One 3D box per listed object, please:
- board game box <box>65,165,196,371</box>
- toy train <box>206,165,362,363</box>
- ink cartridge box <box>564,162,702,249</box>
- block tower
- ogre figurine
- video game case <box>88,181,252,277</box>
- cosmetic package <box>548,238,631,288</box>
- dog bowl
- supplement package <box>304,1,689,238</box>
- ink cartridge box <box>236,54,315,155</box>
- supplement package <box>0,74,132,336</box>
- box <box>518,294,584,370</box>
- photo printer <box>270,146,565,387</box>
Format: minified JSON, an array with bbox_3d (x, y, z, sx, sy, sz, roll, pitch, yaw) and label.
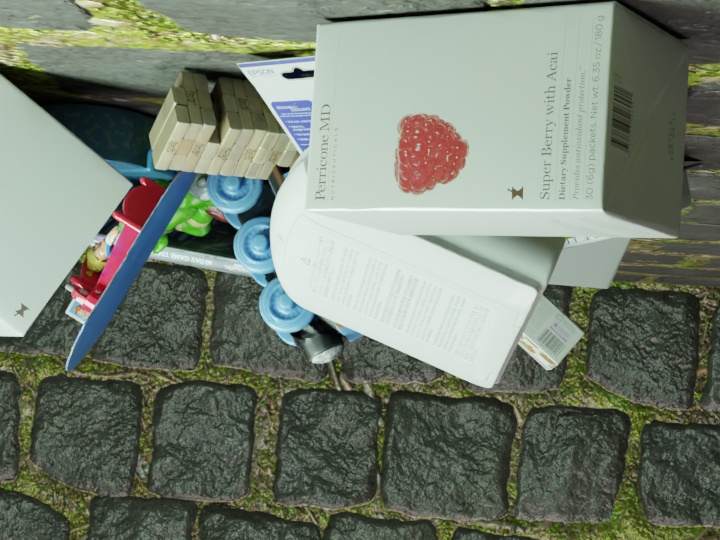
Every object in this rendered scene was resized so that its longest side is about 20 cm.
[{"bbox_3d":[-0.190,-0.017,1.270,0.039,0.200,0.158,31,177,-1],"label":"board game box"},{"bbox_3d":[-0.042,-0.029,1.301,0.114,0.201,0.087,-25,165,1],"label":"toy train"},{"bbox_3d":[0.191,-0.046,1.485,0.196,0.043,0.200,-14,-179,36],"label":"ink cartridge box"},{"bbox_3d":[-0.056,-0.103,1.239,0.199,0.054,0.058,6,141,-27],"label":"block tower"},{"bbox_3d":[-0.102,-0.073,1.428,0.199,0.099,0.120,3,158,-31],"label":"ogre figurine"},{"bbox_3d":[-0.144,-0.039,1.507,0.199,0.019,0.143,11,-156,12],"label":"video game case"},{"bbox_3d":[0.164,-0.043,1.676,0.199,0.071,0.102,5,-148,-25],"label":"cosmetic package"},{"bbox_3d":[-0.220,-0.112,1.478,0.111,0.050,0.200,2,177,23],"label":"dog bowl"},{"bbox_3d":[0.082,-0.085,0.989,0.199,0.122,0.120,1,175,32],"label":"supplement package"},{"bbox_3d":[0.003,-0.092,1.167,0.099,0.039,0.200,2,142,35],"label":"ink cartridge box"},{"bbox_3d":[-0.310,-0.050,1.317,0.152,0.151,0.200,40,162,-19],"label":"supplement package"},{"bbox_3d":[0.104,0.003,1.403,0.200,0.041,0.039,42,167,1],"label":"box"},{"bbox_3d":[0.031,-0.009,1.168,0.199,0.070,0.167,23,148,5],"label":"photo printer"}]
